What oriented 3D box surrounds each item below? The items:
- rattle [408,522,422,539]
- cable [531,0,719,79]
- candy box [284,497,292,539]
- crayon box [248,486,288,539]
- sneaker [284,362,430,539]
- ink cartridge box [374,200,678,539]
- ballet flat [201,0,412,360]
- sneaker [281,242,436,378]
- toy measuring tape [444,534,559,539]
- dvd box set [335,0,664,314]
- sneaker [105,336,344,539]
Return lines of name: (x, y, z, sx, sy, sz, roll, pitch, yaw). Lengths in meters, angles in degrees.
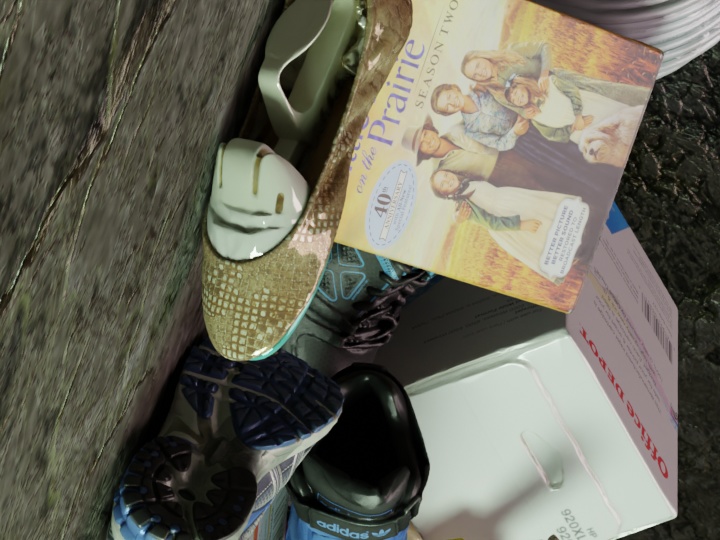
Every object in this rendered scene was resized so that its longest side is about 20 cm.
rattle: (-0.013, 0.180, 2.062, 0.143, 0.130, 0.200, -62, -158, 12)
cable: (0.124, -0.194, 1.605, 0.199, 0.200, 0.069, -27, 152, -21)
candy box: (-0.033, 0.165, 1.700, 0.200, 0.061, 0.137, -46, 153, -72)
crayon box: (-0.089, 0.186, 1.492, 0.200, 0.051, 0.126, -60, 159, -62)
sneaker: (-0.011, 0.145, 1.505, 0.111, 0.076, 0.201, 85, 16, -71)
ink cartridge box: (0.092, 0.054, 1.739, 0.148, 0.144, 0.200, 58, 22, -28)
ballet flat: (-0.036, -0.059, 1.352, 0.065, 0.070, 0.201, 45, 57, -51)
sneaker: (0.000, 0.000, 1.566, 0.073, 0.082, 0.201, -11, 119, -45)
toy measuring tape: (0.045, 0.185, 1.650, 0.200, 0.073, 0.074, -17, -133, 59)
dvd box set: (0.049, -0.071, 1.483, 0.029, 0.199, 0.147, 25, -84, 54)
sneaker: (-0.074, 0.100, 1.414, 0.200, 0.077, 0.085, -46, 165, -57)
